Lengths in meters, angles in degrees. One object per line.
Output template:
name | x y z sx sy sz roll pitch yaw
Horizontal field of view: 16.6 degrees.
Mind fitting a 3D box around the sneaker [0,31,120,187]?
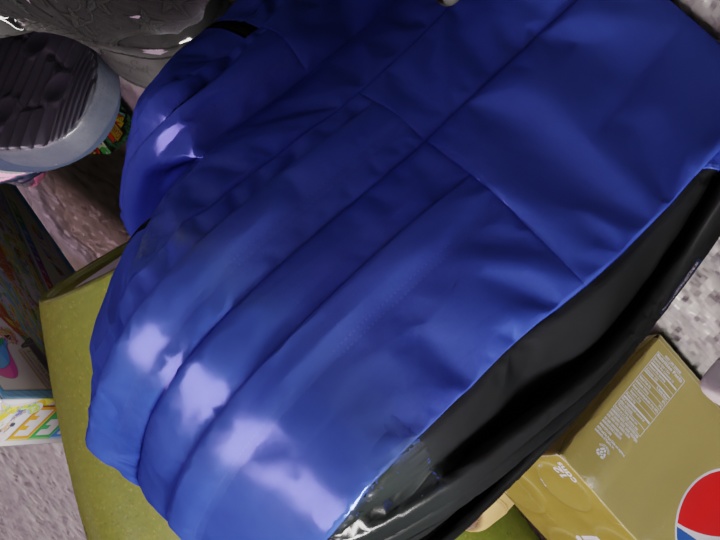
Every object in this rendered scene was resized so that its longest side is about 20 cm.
sneaker | -0.145 -0.066 1.035 0.082 0.070 0.200 37 166 -36

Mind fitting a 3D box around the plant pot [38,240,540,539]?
plant pot | -0.049 0.078 1.052 0.200 0.187 0.187 61 155 -7

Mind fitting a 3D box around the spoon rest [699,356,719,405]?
spoon rest | 0.171 0.067 0.810 0.099 0.061 0.200 27 166 36

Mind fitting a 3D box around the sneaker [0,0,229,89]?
sneaker | -0.111 -0.127 0.916 0.200 0.060 0.104 21 151 32

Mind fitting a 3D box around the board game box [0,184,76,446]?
board game box | -0.187 -0.010 1.117 0.200 0.034 0.134 54 -161 18

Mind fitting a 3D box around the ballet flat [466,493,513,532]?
ballet flat | 0.018 0.008 0.938 0.069 0.063 0.200 26 147 55

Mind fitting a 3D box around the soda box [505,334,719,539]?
soda box | 0.138 0.117 0.925 0.200 0.064 0.068 49 157 -12

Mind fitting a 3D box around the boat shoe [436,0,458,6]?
boat shoe | -0.036 -0.131 0.658 0.201 0.063 0.074 24 -168 -34

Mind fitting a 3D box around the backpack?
backpack | 0.000 0.000 0.766 0.168 0.200 0.163 38 158 12

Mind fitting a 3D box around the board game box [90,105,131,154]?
board game box | -0.184 -0.131 1.074 0.200 0.023 0.105 53 157 -23
